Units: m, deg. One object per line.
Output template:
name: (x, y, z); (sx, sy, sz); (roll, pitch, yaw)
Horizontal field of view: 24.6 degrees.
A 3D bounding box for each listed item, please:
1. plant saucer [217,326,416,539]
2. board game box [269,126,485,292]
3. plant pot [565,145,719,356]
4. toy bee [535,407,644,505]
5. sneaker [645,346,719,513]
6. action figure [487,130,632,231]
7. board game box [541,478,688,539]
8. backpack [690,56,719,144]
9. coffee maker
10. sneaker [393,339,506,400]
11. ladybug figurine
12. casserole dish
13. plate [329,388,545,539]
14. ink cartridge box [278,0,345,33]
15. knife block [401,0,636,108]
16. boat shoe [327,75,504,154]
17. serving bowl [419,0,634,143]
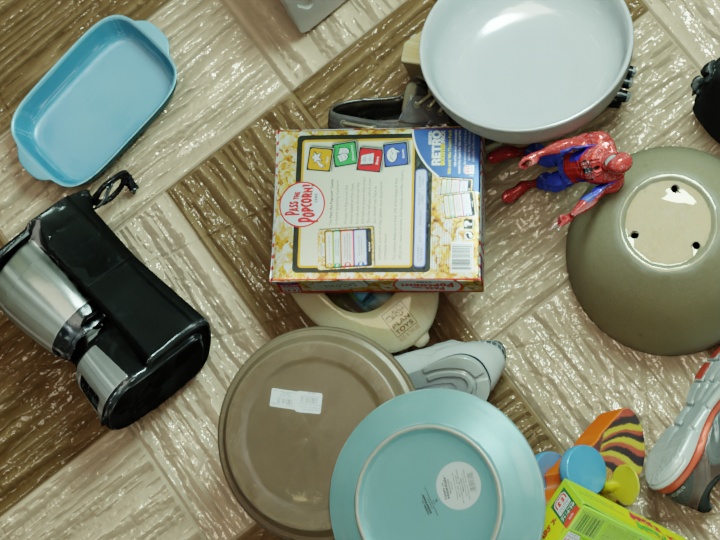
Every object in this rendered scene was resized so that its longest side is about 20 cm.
plant saucer: (-0.040, 0.150, 1.501); (0.199, 0.029, 0.202); (-2, 84, 16)
board game box: (0.017, -0.057, 1.559); (0.199, 0.046, 0.153); (0, 75, 8)
plant pot: (0.285, -0.030, 1.528); (0.199, 0.134, 0.202); (-2, 78, 11)
toy bee: (0.192, 0.215, 1.507); (0.199, 0.131, 0.109); (-28, 94, -13)
sneaker: (0.346, 0.136, 1.528); (0.082, 0.077, 0.200); (37, 88, -11)
action figure: (0.169, -0.083, 1.520); (0.099, 0.200, 0.066); (-29, 102, -27)
board game box: (0.237, 0.272, 1.454); (0.199, 0.048, 0.102); (28, 102, -22)
backpack: (0.426, -0.192, 1.531); (0.154, 0.163, 0.200); (44, 83, 7)
coffee maker: (-0.240, 0.026, 1.623); (0.200, 0.135, 0.192); (42, 88, 15)
sneaker: (0.046, 0.110, 1.585); (0.199, 0.081, 0.077); (-10, 110, 27)
ladybug figurine: (0.000, 0.000, 1.611); (0.136, 0.072, 0.200); (-38, 74, 1)
casserole dish: (-0.272, -0.172, 1.719); (0.121, 0.039, 0.200); (43, 90, 16)
plate: (0.061, 0.202, 1.431); (0.199, 0.026, 0.202); (-3, 82, 22)
ink cartridge box: (-0.092, -0.358, 1.664); (0.084, 0.146, 0.200); (-36, 75, 1)
knife block: (0.164, -0.197, 1.622); (0.199, 0.064, 0.176); (-33, 74, 3)
boat shoe: (0.060, -0.146, 1.614); (0.199, 0.074, 0.075); (-11, 36, 9)
serving bowl: (0.157, -0.196, 1.544); (0.199, 0.066, 0.201); (-6, 59, 9)
